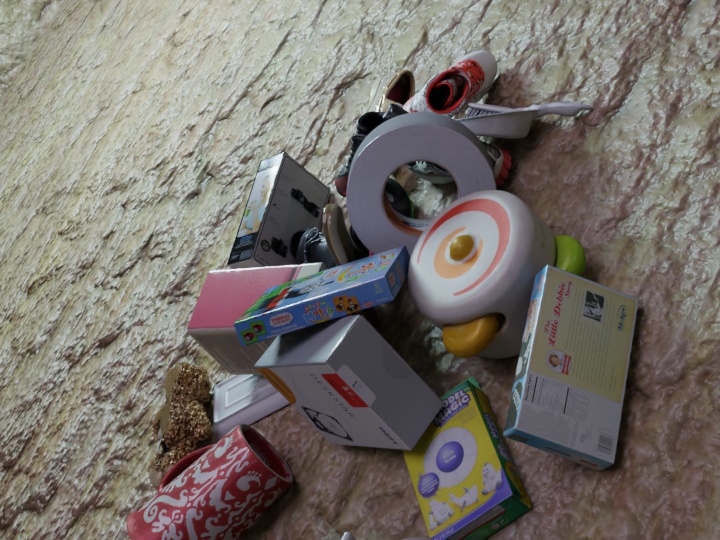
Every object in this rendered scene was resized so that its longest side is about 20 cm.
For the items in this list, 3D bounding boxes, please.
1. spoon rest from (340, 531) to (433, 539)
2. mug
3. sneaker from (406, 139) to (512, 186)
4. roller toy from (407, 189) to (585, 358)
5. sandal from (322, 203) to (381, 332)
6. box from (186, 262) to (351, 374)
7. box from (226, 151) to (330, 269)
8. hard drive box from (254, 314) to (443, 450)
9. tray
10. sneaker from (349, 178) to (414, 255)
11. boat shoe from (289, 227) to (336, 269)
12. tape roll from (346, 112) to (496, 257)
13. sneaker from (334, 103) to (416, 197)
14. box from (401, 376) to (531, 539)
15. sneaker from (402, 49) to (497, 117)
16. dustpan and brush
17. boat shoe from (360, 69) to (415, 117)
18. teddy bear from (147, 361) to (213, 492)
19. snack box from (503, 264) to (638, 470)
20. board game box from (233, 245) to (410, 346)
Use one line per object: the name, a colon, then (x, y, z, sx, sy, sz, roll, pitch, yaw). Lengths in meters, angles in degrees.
spoon rest: (0.040, 0.337, 1.159, 0.200, 0.100, 0.061, -11, 31, 51)
mug: (-0.209, 0.298, 1.396, 0.200, 0.133, 0.178, -44, 60, 4)
sneaker: (0.123, -0.169, 1.472, 0.200, 0.082, 0.078, 12, 84, 51)
roller toy: (0.154, 0.004, 1.264, 0.200, 0.140, 0.182, -50, 37, 3)
sandal: (0.000, 0.000, 1.391, 0.054, 0.201, 0.080, -14, 21, 10)
box: (-0.123, 0.071, 1.468, 0.199, 0.128, 0.109, -4, 53, 29)
box: (-0.126, -0.071, 1.631, 0.060, 0.116, 0.201, -13, 53, 42)
hard drive box: (-0.018, 0.139, 1.269, 0.077, 0.156, 0.200, -51, 18, -25)
tray: (-0.153, 0.172, 1.537, 0.199, 0.022, 0.108, -30, 43, 25)
sneaker: (0.029, -0.067, 1.494, 0.077, 0.084, 0.201, -27, 44, 27)
boat shoe: (-0.061, -0.023, 1.520, 0.200, 0.062, 0.075, -146, 74, -70)
tape roll: (0.081, -0.105, 1.372, 0.200, 0.200, 0.066, -38, 14, 16)
sneaker: (0.017, -0.173, 1.474, 0.200, 0.098, 0.071, -31, 25, 47)
box: (0.113, 0.219, 1.208, 0.117, 0.048, 0.200, -38, 38, 16)
sneaker: (0.146, -0.268, 1.490, 0.201, 0.067, 0.108, -39, 4, -23)
dustpan and brush: (0.216, -0.213, 1.425, 0.199, 0.140, 0.058, 9, 104, 16)
boat shoe: (0.048, -0.242, 1.625, 0.069, 0.074, 0.201, -25, 44, 38)
teddy bear: (-0.271, 0.242, 1.573, 0.145, 0.067, 0.201, -46, 35, 38)
snack box: (0.232, 0.103, 1.126, 0.037, 0.116, 0.201, 125, 164, -62)
board game box: (-0.042, 0.030, 1.283, 0.199, 0.037, 0.151, -17, 11, 16)
